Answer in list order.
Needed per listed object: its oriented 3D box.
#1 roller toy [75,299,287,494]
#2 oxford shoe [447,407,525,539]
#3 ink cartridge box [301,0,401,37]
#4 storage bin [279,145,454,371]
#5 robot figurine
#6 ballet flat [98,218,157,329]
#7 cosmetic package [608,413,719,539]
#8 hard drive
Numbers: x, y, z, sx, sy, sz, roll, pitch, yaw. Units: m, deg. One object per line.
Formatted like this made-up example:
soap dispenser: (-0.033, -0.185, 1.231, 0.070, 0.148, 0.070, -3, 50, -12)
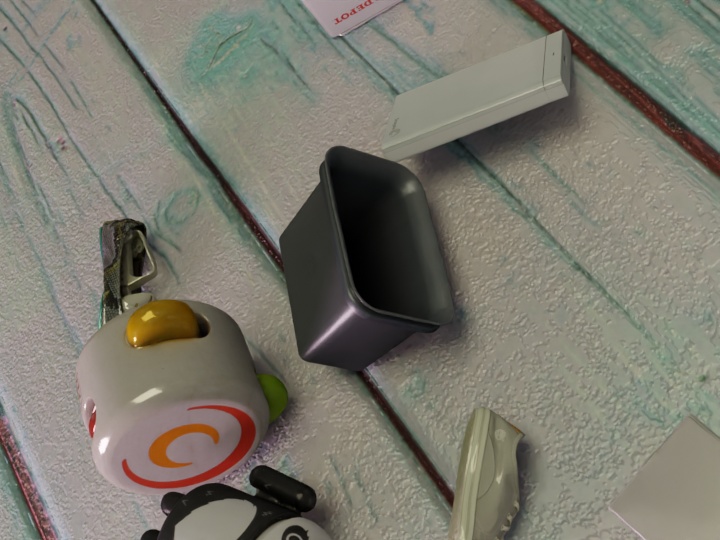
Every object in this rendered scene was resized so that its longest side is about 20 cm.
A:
roller toy: (-0.195, 0.124, 1.209, 0.182, 0.200, 0.140, -38, 51, 16)
oxford shoe: (0.109, 0.222, 1.055, 0.057, 0.075, 0.201, 14, 71, -2)
ink cartridge box: (-0.028, -0.387, 1.375, 0.146, 0.200, 0.085, -26, 51, 16)
storage bin: (0.000, 0.000, 1.205, 0.134, 0.145, 0.201, -44, 46, 40)
robot figurine: (-0.114, 0.273, 1.120, 0.199, 0.125, 0.151, 14, 105, 36)
ballet flat: (-0.270, 0.023, 1.389, 0.072, 0.072, 0.201, -20, 58, 21)
cosmetic package: (0.304, 0.218, 0.924, 0.107, 0.090, 0.200, -47, 48, 1)
hard drive: (0.123, -0.184, 1.249, 0.199, 0.027, 0.132, -20, 27, 22)
